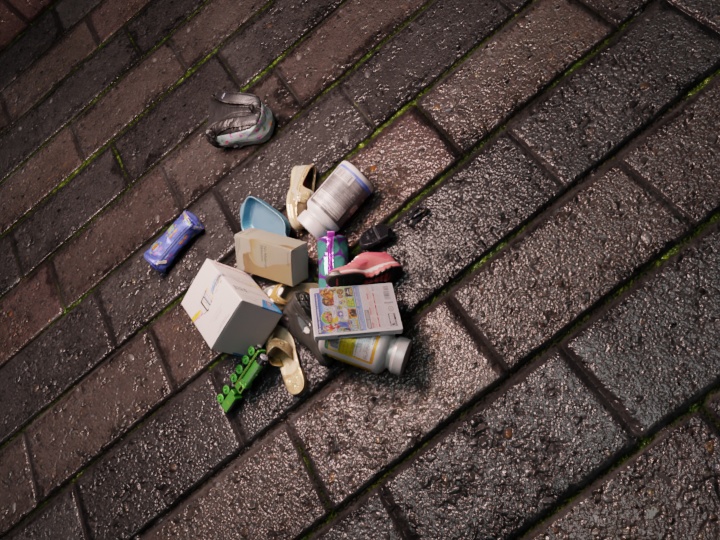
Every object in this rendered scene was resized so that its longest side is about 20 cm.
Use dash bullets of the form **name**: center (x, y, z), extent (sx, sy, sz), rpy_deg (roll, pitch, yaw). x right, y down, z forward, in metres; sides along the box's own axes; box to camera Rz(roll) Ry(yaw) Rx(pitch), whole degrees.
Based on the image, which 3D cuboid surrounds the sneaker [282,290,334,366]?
- **sneaker**: center (-0.127, 0.153, 1.375), extent (0.091, 0.075, 0.202), rpy_deg (-42, 64, 31)

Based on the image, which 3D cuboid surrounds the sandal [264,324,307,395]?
- **sandal**: center (-0.199, 0.208, 1.376), extent (0.077, 0.070, 0.213), rpy_deg (-35, 60, 5)

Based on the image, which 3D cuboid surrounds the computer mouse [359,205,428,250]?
- **computer mouse**: center (0.086, -0.105, 1.412), extent (0.197, 0.034, 0.059), rpy_deg (-26, 45, 6)

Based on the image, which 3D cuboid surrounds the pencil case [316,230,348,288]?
- **pencil case**: center (-0.068, 0.012, 1.387), extent (0.083, 0.093, 0.204), rpy_deg (-6, 66, 7)

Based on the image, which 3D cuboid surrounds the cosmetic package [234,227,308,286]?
- **cosmetic package**: center (-0.234, -0.038, 1.459), extent (0.197, 0.071, 0.107), rpy_deg (14, 118, 30)

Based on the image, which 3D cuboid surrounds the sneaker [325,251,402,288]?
- **sneaker**: center (0.000, 0.000, 1.349), extent (0.196, 0.075, 0.087), rpy_deg (-9, 44, -23)

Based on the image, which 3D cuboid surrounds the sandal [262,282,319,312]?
- **sandal**: center (-0.189, 0.064, 1.440), extent (0.196, 0.054, 0.082), rpy_deg (-8, 66, 20)

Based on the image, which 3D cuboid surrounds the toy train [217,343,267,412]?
- **toy train**: center (-0.292, 0.270, 1.378), extent (0.056, 0.041, 0.201), rpy_deg (44, 109, 25)

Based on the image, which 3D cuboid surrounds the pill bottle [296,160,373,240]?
- **pill bottle**: center (-0.069, -0.176, 1.454), extent (0.201, 0.114, 0.114), rpy_deg (-48, 60, -1)

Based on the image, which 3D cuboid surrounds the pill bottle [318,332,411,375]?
- **pill bottle**: center (0.013, 0.168, 1.271), extent (0.196, 0.113, 0.115), rpy_deg (17, 76, 14)

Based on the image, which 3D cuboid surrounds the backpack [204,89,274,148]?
- **backpack**: center (-0.363, -0.458, 1.686), extent (0.196, 0.126, 0.171), rpy_deg (-2, 80, 21)

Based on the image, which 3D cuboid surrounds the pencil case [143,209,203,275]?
- **pencil case**: center (-0.552, -0.083, 1.639), extent (0.200, 0.078, 0.087), rpy_deg (-48, 30, -1)

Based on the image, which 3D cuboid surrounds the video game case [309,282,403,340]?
- **video game case**: center (-0.012, 0.090, 1.254), extent (0.195, 0.018, 0.145), rpy_deg (-4, 45, -8)

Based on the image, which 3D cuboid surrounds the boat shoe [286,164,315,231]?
- **boat shoe**: center (-0.156, -0.207, 1.526), extent (0.068, 0.074, 0.204), rpy_deg (-11, 65, 24)

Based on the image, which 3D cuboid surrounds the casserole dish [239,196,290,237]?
- **casserole dish**: center (-0.258, -0.124, 1.529), extent (0.199, 0.038, 0.123), rpy_deg (36, 123, 29)

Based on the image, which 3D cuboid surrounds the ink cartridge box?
- **ink cartridge box**: center (-0.329, 0.096, 1.405), extent (0.200, 0.146, 0.146), rpy_deg (41, 100, 40)
